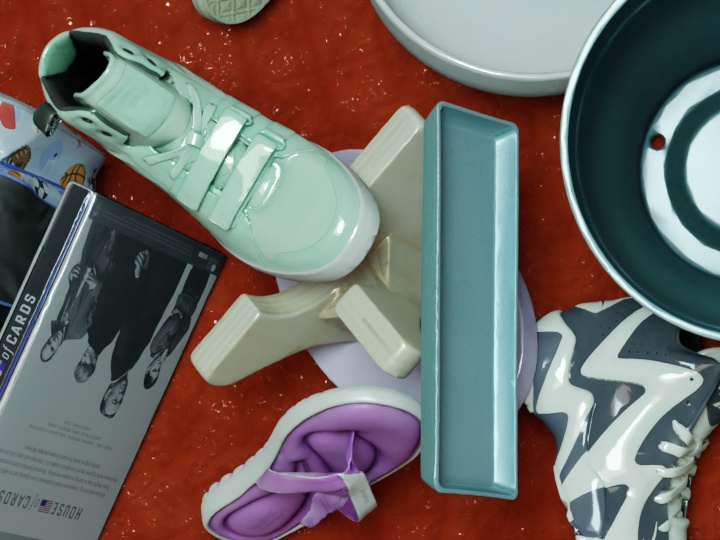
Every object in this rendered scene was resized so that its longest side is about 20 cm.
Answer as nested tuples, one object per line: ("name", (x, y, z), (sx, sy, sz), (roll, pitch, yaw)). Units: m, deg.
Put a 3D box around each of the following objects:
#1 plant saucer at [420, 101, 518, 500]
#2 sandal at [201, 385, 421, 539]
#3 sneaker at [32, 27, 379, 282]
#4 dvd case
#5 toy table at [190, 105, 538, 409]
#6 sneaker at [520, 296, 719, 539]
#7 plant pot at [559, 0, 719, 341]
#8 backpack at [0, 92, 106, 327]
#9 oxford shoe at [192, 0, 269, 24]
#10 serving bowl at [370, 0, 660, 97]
("plant saucer", (0.056, 0.017, 1.156), (0.019, 0.070, 0.202), (-6, 78, 40))
("sandal", (-0.022, 0.120, 1.219), (0.082, 0.203, 0.050), (11, 60, -24))
("sneaker", (-0.088, -0.061, 1.154), (0.200, 0.118, 0.074), (31, 93, 33))
("dvd case", (-0.159, 0.062, 1.260), (0.025, 0.150, 0.201), (24, 88, 28))
("toy table", (0.000, 0.000, 1.224), (0.200, 0.117, 0.185), (35, 97, 33))
("sneaker", (0.175, 0.099, 1.220), (0.129, 0.079, 0.201), (-27, 68, 16))
("plant pot", (0.211, -0.061, 1.173), (0.198, 0.188, 0.202), (0, 88, 9))
("backpack", (-0.250, -0.037, 1.279), (0.189, 0.200, 0.155), (9, 77, 21))
("oxford shoe", (-0.040, -0.236, 1.318), (0.200, 0.075, 0.058), (-51, 41, 0))
("serving bowl", (0.093, -0.179, 1.264), (0.198, 0.066, 0.202), (1, 63, -1))
